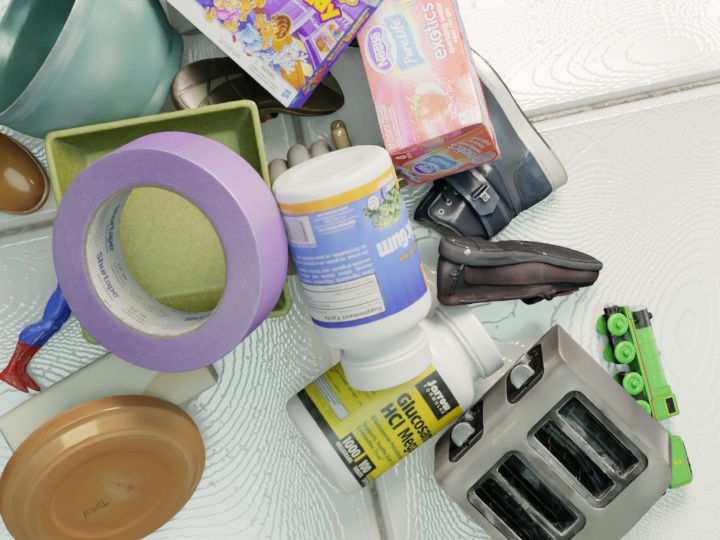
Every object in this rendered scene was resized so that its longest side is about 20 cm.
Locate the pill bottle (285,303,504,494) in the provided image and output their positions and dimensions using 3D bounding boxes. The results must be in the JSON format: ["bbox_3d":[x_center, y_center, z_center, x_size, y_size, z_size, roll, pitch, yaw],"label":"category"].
[{"bbox_3d":[0.036,0.116,1.470,0.199,0.112,0.113,-36,92,-3],"label":"pill bottle"}]

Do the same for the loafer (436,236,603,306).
[{"bbox_3d":[0.151,0.006,1.478,0.199,0.072,0.064,4,106,-37],"label":"loafer"}]

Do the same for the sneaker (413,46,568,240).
[{"bbox_3d":[0.090,-0.123,1.490,0.146,0.077,0.203,-38,95,-6],"label":"sneaker"}]

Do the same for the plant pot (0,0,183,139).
[{"bbox_3d":[-0.251,-0.202,1.424,0.134,0.200,0.202,27,88,-30],"label":"plant pot"}]

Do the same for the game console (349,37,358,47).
[{"bbox_3d":[0.001,-0.315,1.470,0.198,0.176,0.117,5,61,-5],"label":"game console"}]

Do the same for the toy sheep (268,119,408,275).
[{"bbox_3d":[-0.037,-0.065,1.457,0.198,0.138,0.139,-19,91,7],"label":"toy sheep"}]

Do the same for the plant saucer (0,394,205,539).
[{"bbox_3d":[-0.239,0.201,1.426,0.199,0.032,0.201,-16,135,-17],"label":"plant saucer"}]

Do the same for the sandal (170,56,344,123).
[{"bbox_3d":[-0.103,-0.168,1.459,0.199,0.055,0.082,-18,76,-40],"label":"sandal"}]

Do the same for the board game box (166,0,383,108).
[{"bbox_3d":[-0.092,-0.262,1.362,0.200,0.045,0.135,41,103,8],"label":"board game box"}]

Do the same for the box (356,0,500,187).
[{"bbox_3d":[0.055,-0.194,1.410,0.094,0.103,0.202,-17,72,9],"label":"box"}]

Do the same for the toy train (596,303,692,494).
[{"bbox_3d":[0.287,0.127,1.526,0.056,0.042,0.202,-15,91,-14],"label":"toy train"}]

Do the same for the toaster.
[{"bbox_3d":[0.190,0.186,1.460,0.200,0.119,0.181,45,105,-1],"label":"toaster"}]

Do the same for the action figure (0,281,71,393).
[{"bbox_3d":[-0.262,0.033,1.474,0.098,0.065,0.201,25,89,3],"label":"action figure"}]

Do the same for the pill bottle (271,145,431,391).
[{"bbox_3d":[0.000,0.000,1.359,0.111,0.112,0.201,-19,108,-4],"label":"pill bottle"}]

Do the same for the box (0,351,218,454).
[{"bbox_3d":[-0.241,0.123,1.461,0.199,0.095,0.078,-30,93,-2],"label":"box"}]

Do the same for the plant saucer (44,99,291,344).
[{"bbox_3d":[-0.173,-0.046,1.402,0.198,0.048,0.202,-9,101,5],"label":"plant saucer"}]

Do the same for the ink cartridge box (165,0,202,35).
[{"bbox_3d":[-0.145,-0.338,1.450,0.068,0.115,0.202,-15,92,-45],"label":"ink cartridge box"}]

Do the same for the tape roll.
[{"bbox_3d":[-0.166,-0.016,1.324,0.198,0.066,0.202,6,108,18],"label":"tape roll"}]

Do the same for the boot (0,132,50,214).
[{"bbox_3d":[-0.387,-0.119,1.418,0.199,0.155,0.074,33,88,-4],"label":"boot"}]
